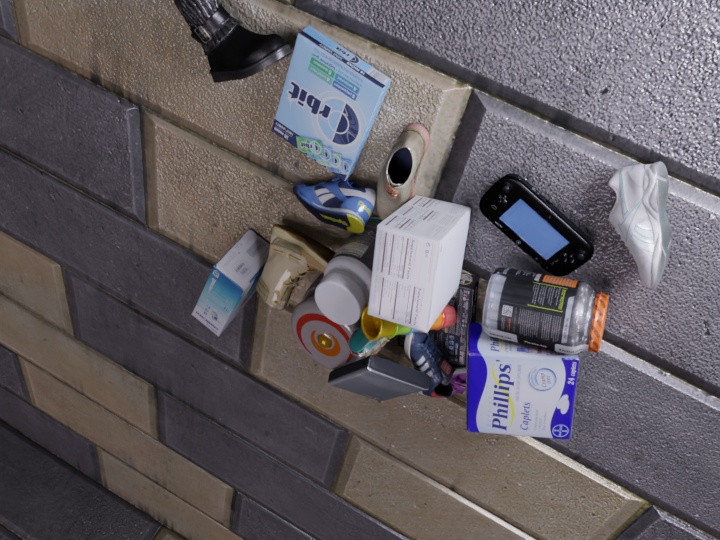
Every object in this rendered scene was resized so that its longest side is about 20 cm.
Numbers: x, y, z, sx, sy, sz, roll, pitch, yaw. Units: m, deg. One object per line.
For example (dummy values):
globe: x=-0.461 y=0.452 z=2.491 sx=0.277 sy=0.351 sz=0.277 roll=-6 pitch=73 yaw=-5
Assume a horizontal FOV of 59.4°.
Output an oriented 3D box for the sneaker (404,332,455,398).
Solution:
sneaker: x=0.144 y=0.176 z=1.247 sx=0.083 sy=0.075 sz=0.203 roll=14 pitch=140 yaw=32

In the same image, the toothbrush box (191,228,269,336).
toothbrush box: x=-0.283 y=0.029 z=1.412 sx=0.085 sy=0.147 sz=0.201 roll=37 pitch=135 yaw=-2

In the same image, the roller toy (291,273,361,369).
roller toy: x=-0.050 y=0.112 z=1.337 sx=0.177 sy=0.141 sz=0.204 roll=8 pitch=130 yaw=26

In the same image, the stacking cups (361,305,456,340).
stacking cups: x=0.092 y=0.084 z=1.138 sx=0.060 sy=0.196 sz=0.063 roll=6 pitch=97 yaw=50

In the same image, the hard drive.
hard drive: x=0.033 y=0.220 z=1.273 sx=0.136 sy=0.034 sz=0.199 roll=21 pitch=156 yaw=-19

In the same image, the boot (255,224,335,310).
boot: x=-0.128 y=0.013 z=1.286 sx=0.197 sy=0.072 sz=0.159 roll=29 pitch=103 yaw=31

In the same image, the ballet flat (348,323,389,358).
ballet flat: x=0.057 y=0.095 z=1.222 sx=0.199 sy=0.064 sz=0.077 roll=-41 pitch=57 yaw=13

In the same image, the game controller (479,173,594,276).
game controller: x=0.290 y=-0.072 z=1.049 sx=0.199 sy=0.042 sz=0.105 roll=41 pitch=135 yaw=-2

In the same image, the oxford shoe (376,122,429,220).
oxford shoe: x=0.058 y=-0.157 z=1.101 sx=0.069 sy=0.074 sz=0.203 roll=26 pitch=134 yaw=10

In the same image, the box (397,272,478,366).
box: x=0.150 y=0.086 z=1.258 sx=0.157 sy=0.049 sz=0.204 roll=12 pitch=130 yaw=21

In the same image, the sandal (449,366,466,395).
sandal: x=0.197 y=0.240 z=1.330 sx=0.081 sy=0.051 sz=0.200 roll=23 pitch=156 yaw=-35

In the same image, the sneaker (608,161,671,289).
sneaker: x=0.425 y=-0.068 z=0.959 sx=0.079 sy=0.070 sz=0.205 roll=5 pitch=122 yaw=39

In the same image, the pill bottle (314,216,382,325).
pill bottle: x=0.000 y=0.000 z=1.174 sx=0.110 sy=0.201 sz=0.115 roll=17 pitch=134 yaw=19

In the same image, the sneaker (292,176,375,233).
sneaker: x=-0.048 y=-0.135 z=1.196 sx=0.197 sy=0.084 sz=0.074 roll=23 pitch=165 yaw=38

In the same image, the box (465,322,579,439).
box: x=0.295 y=0.205 z=1.176 sx=0.193 sy=0.106 sz=0.189 roll=1 pitch=119 yaw=11

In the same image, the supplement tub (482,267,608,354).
supplement tub: x=0.318 y=0.071 z=1.089 sx=0.195 sy=0.123 sz=0.125 roll=12 pitch=131 yaw=25

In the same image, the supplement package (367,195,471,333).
supplement package: x=0.103 y=-0.018 z=1.071 sx=0.108 sy=0.200 sz=0.160 roll=14 pitch=115 yaw=20

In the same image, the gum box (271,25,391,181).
gum box: x=-0.056 y=-0.283 z=1.093 sx=0.167 sy=0.045 sz=0.202 roll=33 pitch=134 yaw=6

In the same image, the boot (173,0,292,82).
boot: x=-0.218 y=-0.408 z=1.057 sx=0.207 sy=0.080 sz=0.161 roll=4 pitch=127 yaw=39
